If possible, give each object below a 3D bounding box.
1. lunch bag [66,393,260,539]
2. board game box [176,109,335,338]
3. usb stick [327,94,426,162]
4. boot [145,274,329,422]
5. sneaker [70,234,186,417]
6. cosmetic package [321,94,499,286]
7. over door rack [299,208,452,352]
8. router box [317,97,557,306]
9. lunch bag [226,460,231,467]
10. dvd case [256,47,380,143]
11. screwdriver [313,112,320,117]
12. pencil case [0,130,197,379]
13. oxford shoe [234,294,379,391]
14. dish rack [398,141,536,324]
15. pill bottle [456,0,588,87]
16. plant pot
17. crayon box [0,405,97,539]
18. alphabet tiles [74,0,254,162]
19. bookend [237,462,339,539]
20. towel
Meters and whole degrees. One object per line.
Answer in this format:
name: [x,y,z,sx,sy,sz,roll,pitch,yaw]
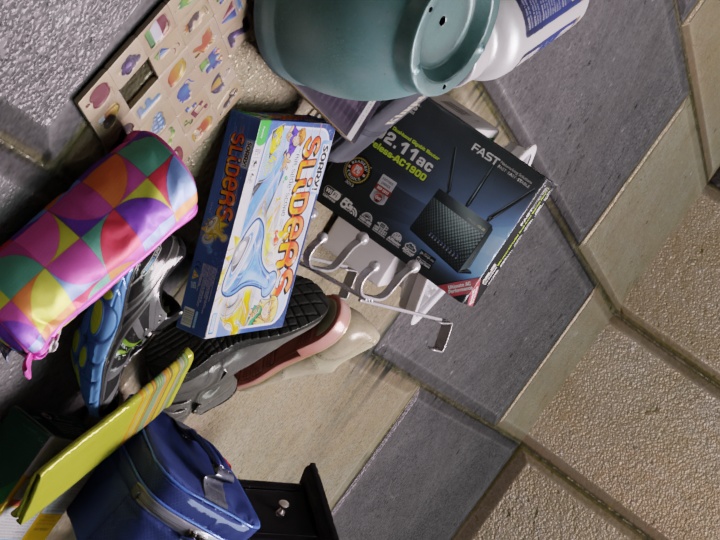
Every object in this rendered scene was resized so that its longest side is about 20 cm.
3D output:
lunch bag: [-0.182,0.211,1.538,0.136,0.200,0.132,35,95,-30]
board game box: [-0.092,-0.042,1.495,0.135,0.034,0.201,-7,115,-62]
usb stick: [0.037,-0.166,1.577,0.200,0.033,0.055,-37,158,32]
boot: [-0.129,0.082,1.648,0.199,0.068,0.131,-24,155,-19]
sneaker: [-0.194,0.049,1.407,0.082,0.071,0.200,2,127,-29]
cosmetic package: [0.054,-0.089,1.795,0.200,0.085,0.108,-60,165,15]
over door rack: [0.000,0.000,1.656,0.067,0.147,0.200,-59,148,-3]
router box: [0.073,-0.080,1.663,0.150,0.200,0.062,-57,166,6]
lunch bag: [-0.205,0.259,1.777,0.176,0.082,0.200,-45,160,-27]
dvd case: [-0.008,-0.211,1.459,0.149,0.016,0.200,-59,152,-4]
screwdriver: [-0.073,-0.104,1.553,0.200,0.028,0.029,-53,180,-25]
pencil case: [-0.209,-0.016,1.254,0.200,0.088,0.088,-46,161,-18]
oxford shoe: [-0.065,0.091,1.710,0.200,0.074,0.071,-24,-134,42]
dish rack: [0.109,-0.048,1.807,0.200,0.043,0.172,-46,165,-36]
pill bottle: [0.135,-0.256,1.651,0.200,0.111,0.111,-37,156,-42]
plant pot: [0.028,-0.220,1.351,0.200,0.134,0.201,-38,145,-33]
crayon box: [-0.318,0.217,1.463,0.200,0.051,0.126,-55,162,0]
alphabet tiles: [-0.143,-0.150,1.311,0.167,0.008,0.200,-51,162,-12]
bookend: [-0.128,0.293,1.728,0.198,0.200,0.092,8,123,-20]
towel: [-0.221,0.140,1.438,0.200,0.018,0.086,-40,166,-43]
